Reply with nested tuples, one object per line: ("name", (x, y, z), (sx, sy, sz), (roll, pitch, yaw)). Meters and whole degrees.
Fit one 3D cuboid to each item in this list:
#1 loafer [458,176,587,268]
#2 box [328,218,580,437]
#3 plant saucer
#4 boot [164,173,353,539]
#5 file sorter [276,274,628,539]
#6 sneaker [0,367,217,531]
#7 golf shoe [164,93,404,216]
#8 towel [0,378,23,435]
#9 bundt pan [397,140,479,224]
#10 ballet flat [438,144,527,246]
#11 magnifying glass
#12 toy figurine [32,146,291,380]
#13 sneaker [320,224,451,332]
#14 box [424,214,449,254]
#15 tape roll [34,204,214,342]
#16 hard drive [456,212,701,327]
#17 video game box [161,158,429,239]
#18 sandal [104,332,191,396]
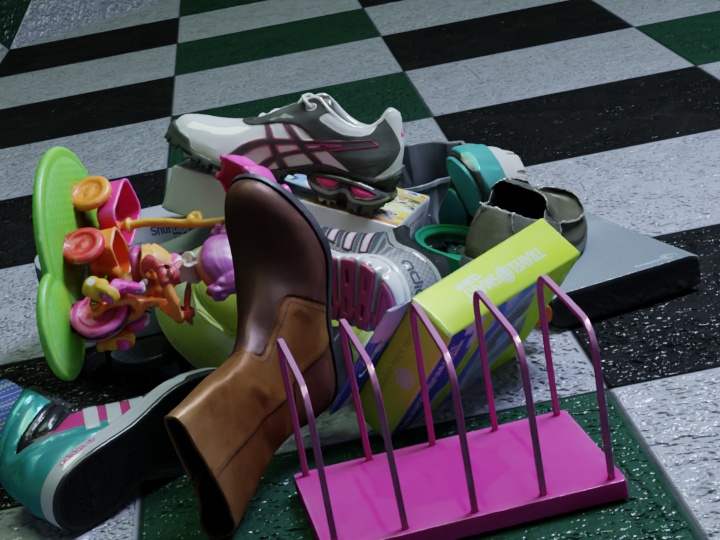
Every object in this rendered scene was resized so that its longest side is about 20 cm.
("loafer", (0.146, -0.044, 1.530), (0.075, 0.070, 0.200), (15, 21, 19))
("box", (0.072, 0.046, 1.350), (0.048, 0.122, 0.200), (43, 41, 17))
("plant saucer", (-0.066, 0.030, 1.466), (0.199, 0.031, 0.200), (12, 36, -9))
("boot", (-0.088, 0.054, 1.249), (0.068, 0.189, 0.200), (3, 30, 28))
("file sorter", (0.053, 0.092, 1.195), (0.199, 0.126, 0.139), (-13, 17, -7))
("sneaker", (-0.192, 0.119, 1.345), (0.121, 0.084, 0.200), (15, 30, 36))
("golf shoe", (-0.060, -0.111, 1.499), (0.199, 0.088, 0.077), (13, 16, 4))
("towel", (-0.317, 0.130, 1.478), (0.145, 0.024, 0.200), (-19, 18, -28))
("bundt pan", (0.035, -0.068, 1.825), (0.201, 0.076, 0.202), (-10, 16, 3))
("ballet flat", (0.112, -0.077, 1.622), (0.070, 0.067, 0.200), (-29, -12, -9))
("magnifying glass", (0.106, 0.002, 1.527), (0.079, 0.022, 0.200), (-3, 20, -22))
("toy figurine", (-0.138, -0.017, 1.370), (0.184, 0.150, 0.200), (-9, 46, 11))
("sneaker", (0.000, 0.000, 1.406), (0.087, 0.074, 0.200), (-12, 16, -31))
("box", (-0.018, 0.009, 1.650), (0.199, 0.049, 0.161), (-11, 19, 0))
("tape roll", (-0.186, -0.002, 1.613), (0.200, 0.066, 0.200), (-13, 16, 4))
("hard drive", (0.188, -0.003, 1.589), (0.139, 0.033, 0.200), (-16, 17, -17))
("video game box", (-0.051, -0.059, 1.574), (0.199, 0.047, 0.182), (15, 15, 7))
("sandal", (-0.174, 0.079, 1.537), (0.075, 0.048, 0.200), (-15, 4, -11))
